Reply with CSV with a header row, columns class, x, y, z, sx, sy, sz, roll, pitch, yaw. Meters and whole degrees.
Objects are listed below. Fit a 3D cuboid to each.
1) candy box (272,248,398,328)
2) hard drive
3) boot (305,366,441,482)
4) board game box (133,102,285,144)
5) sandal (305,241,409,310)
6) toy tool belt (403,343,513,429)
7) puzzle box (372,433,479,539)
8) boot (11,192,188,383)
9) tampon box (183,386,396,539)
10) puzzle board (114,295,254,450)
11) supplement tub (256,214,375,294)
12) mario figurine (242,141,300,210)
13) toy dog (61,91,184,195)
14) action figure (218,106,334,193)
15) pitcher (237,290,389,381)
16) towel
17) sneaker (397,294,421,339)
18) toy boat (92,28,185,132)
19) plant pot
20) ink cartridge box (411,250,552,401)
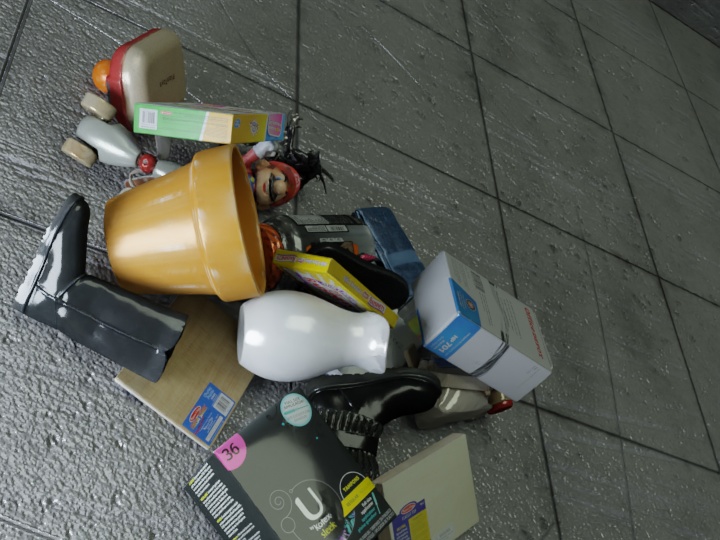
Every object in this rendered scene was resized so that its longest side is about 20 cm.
class,x,y,z,sx,sy,sz,roll,pitch,yaw
candy box,-0.033,0.028,1.279,0.200,0.101,0.027,41,63,-50
hard drive,0.009,0.114,1.406,0.132,0.025,0.200,47,39,3
boot,0.023,0.226,1.246,0.206,0.080,0.160,-5,52,-8
board game box,-0.213,-0.215,1.300,0.150,0.041,0.200,9,12,15
sandal,0.000,0.000,1.328,0.198,0.075,0.046,31,34,-35
toy tool belt,0.154,0.168,1.412,0.197,0.124,0.125,0,64,-41
puzzle box,0.092,0.322,1.249,0.198,0.025,0.136,-16,99,-48
boot,-0.302,0.024,1.104,0.197,0.167,0.066,28,8,-4
tampon box,-0.086,0.278,1.088,0.201,0.126,0.149,50,49,6
puzzle board,-0.221,0.125,1.205,0.150,0.017,0.201,39,40,-9
supplement tub,-0.082,-0.023,1.369,0.197,0.123,0.124,-4,58,-42
mario figurine,-0.170,-0.129,1.387,0.197,0.124,0.107,-13,56,-39
toy dog,-0.334,-0.165,1.299,0.201,0.131,0.096,49,-3,-2
action figure,-0.129,-0.207,1.493,0.197,0.119,0.104,24,60,-13
pitcher,-0.074,0.089,1.261,0.195,0.171,0.124,4,94,-15
towel,0.057,-0.021,1.547,0.110,0.049,0.202,-8,62,-45
sneaker,0.132,0.093,1.461,0.091,0.078,0.199,50,20,23
toy boat,-0.353,-0.300,1.390,0.128,0.133,0.201,7,29,12
plant pot,-0.234,-0.049,1.191,0.179,0.202,0.203,-11,54,1
ink cartridge box,0.182,0.084,1.355,0.198,0.086,0.148,33,28,-27
